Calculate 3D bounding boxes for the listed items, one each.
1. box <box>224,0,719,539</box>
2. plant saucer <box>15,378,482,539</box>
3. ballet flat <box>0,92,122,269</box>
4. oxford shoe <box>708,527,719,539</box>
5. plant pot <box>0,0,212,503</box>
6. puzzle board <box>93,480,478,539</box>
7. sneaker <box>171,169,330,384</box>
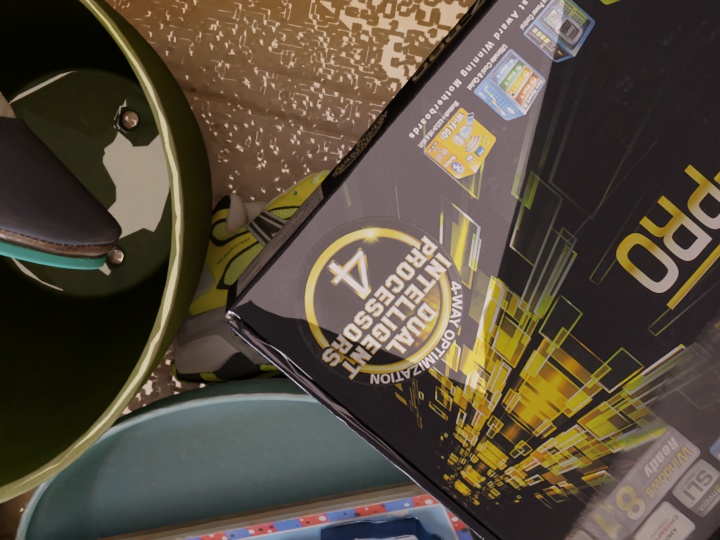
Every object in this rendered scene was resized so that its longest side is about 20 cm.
[{"bbox_3d":[0.080,-0.012,0.689,0.161,0.049,0.200,41,97,-9],"label":"box"},{"bbox_3d":[-0.026,0.102,0.825,0.199,0.036,0.201,1,134,1],"label":"plant saucer"},{"bbox_3d":[-0.163,-0.050,0.659,0.199,0.073,0.074,11,97,12],"label":"ballet flat"},{"bbox_3d":[0.091,0.101,0.777,0.072,0.084,0.201,-1,111,6],"label":"oxford shoe"},{"bbox_3d":[-0.127,-0.024,0.790,0.186,0.200,0.188,1,95,10],"label":"plant pot"},{"bbox_3d":[-0.040,0.146,0.832,0.199,0.017,0.151,-11,132,15],"label":"puzzle board"},{"bbox_3d":[0.000,0.000,0.794,0.199,0.075,0.077,-7,79,45],"label":"sneaker"}]
